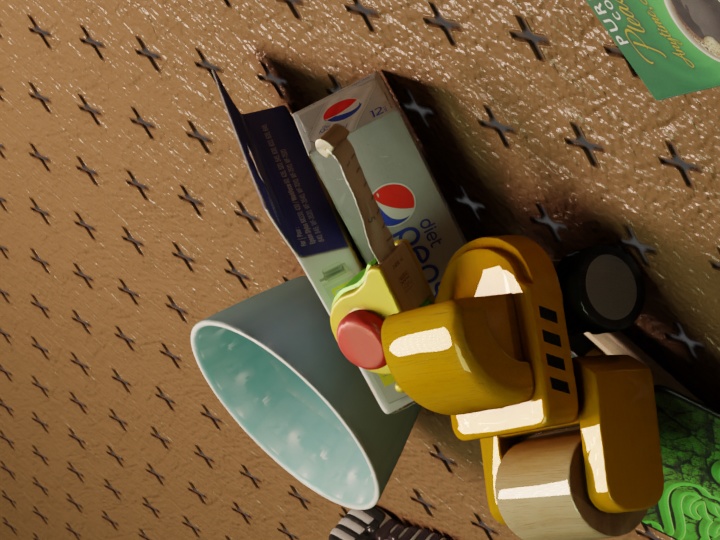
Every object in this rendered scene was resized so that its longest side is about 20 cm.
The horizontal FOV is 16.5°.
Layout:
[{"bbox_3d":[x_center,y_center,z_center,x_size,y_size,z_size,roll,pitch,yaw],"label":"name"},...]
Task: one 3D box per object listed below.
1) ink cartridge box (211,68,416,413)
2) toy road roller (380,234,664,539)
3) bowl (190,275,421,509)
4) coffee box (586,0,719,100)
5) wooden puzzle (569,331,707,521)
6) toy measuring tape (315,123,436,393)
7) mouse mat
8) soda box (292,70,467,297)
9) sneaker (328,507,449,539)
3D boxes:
[{"bbox_3d":[-0.029,-0.029,1.743,0.198,0.047,0.200,-113,-2,-53],"label":"ink cartridge box"},{"bbox_3d":[0.097,0.078,1.580,0.123,0.146,0.200,-16,81,54],"label":"toy road roller"},{"bbox_3d":[-0.027,0.082,1.958,0.201,0.105,0.201,39,158,19],"label":"bowl"},{"bbox_3d":[0.181,-0.156,1.246,0.123,0.044,0.200,51,157,-12],"label":"coffee box"},{"bbox_3d":[0.174,0.099,1.717,0.200,0.037,0.185,37,157,20],"label":"wooden puzzle"},{"bbox_3d":[0.000,0.000,1.619,0.074,0.074,0.200,8,128,57],"label":"toy measuring tape"},{"bbox_3d":[0.242,0.149,1.656,0.161,0.008,0.200,26,154,5],"label":"mouse mat"},{"bbox_3d":[0.028,-0.031,1.679,0.200,0.068,0.063,61,-177,-32],"label":"soda box"},{"bbox_3d":[0.060,0.286,2.223,0.116,0.076,0.200,54,168,-33],"label":"sneaker"}]
